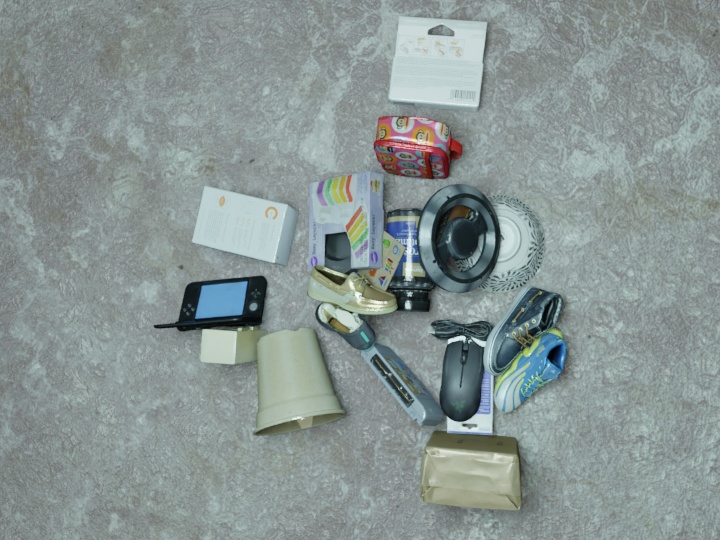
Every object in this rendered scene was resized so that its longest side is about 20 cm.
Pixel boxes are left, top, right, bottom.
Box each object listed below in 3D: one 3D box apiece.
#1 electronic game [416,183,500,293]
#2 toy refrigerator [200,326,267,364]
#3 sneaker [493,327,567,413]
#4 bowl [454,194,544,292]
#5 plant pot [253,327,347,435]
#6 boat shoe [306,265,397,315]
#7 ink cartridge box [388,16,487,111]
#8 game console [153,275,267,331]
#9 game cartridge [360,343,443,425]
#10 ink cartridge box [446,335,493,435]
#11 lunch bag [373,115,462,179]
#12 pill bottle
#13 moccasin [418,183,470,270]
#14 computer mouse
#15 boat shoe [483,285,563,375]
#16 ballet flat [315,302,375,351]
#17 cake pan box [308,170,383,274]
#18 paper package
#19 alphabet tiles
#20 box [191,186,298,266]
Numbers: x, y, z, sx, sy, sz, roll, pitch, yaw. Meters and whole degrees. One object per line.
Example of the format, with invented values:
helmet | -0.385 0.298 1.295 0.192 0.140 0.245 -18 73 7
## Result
electronic game | 0.189 -0.060 1.336 0.195 0.041 0.207 -1 92 -30
toy refrigerator | -0.259 0.152 1.468 0.073 0.200 0.072 2 86 11
sneaker | 0.339 0.202 1.396 0.075 0.105 0.203 32 92 -8
bowl | 0.281 -0.061 1.436 0.194 0.094 0.208 -1 85 10
plant pot | -0.140 0.226 1.459 0.195 0.201 0.189 -15 73 9
boat shoe | -0.018 0.037 1.403 0.194 0.074 0.068 12 111 18
ink cartridge box | 0.166 -0.441 1.506 0.194 0.045 0.182 7 88 10
game console | -0.312 0.066 1.490 0.193 0.118 0.180 -5 54 12
game cartridge | 0.085 0.227 1.425 0.042 0.132 0.201 -47 64 12
ink cartridge box | 0.227 0.232 1.455 0.096 0.039 0.207 2 85 10
lunch bag | 0.121 -0.246 1.425 0.171 0.200 0.085 8 83 11
pill bottle | 0.105 -0.019 1.456 0.108 0.112 0.207 1 86 10
moccasin | 0.175 -0.076 1.406 0.078 0.073 0.204 43 52 -24
computer mouse | 0.199 0.202 1.417 0.134 0.053 0.207 2 86 10
boat shoe | 0.320 0.121 1.391 0.070 0.090 0.203 38 77 -26
ballet flat | -0.041 0.094 1.435 0.199 0.072 0.074 32 93 49
cake pan box | -0.033 -0.093 1.475 0.181 0.051 0.207 -3 84 45
paper package | 0.217 0.384 1.364 0.184 0.200 0.107 3 86 11
alphabet tiles | 0.000 0.000 1.473 0.166 0.007 0.204 39 112 38
box | -0.249 -0.095 1.534 0.194 0.097 0.128 14 88 12
